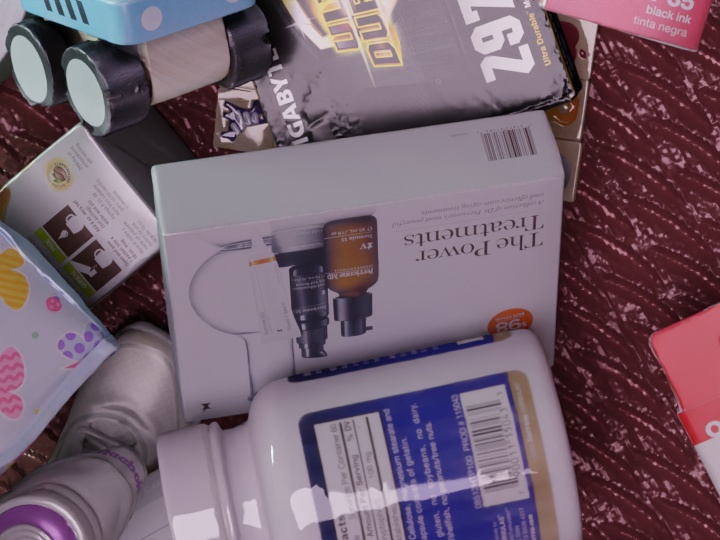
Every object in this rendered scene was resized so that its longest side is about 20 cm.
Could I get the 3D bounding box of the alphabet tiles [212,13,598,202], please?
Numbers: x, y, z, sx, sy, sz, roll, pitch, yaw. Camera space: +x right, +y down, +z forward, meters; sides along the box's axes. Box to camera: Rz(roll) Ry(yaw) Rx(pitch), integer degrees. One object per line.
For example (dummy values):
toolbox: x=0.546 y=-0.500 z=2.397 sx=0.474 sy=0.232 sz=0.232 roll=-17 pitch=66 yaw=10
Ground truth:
alphabet tiles: x=0.022 y=-0.100 z=1.395 sx=0.200 sy=0.006 sz=0.167 roll=9 pitch=104 yaw=9

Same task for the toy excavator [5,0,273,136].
toy excavator: x=-0.106 y=-0.173 z=1.281 sx=0.100 sy=0.194 sz=0.200 roll=-23 pitch=116 yaw=-29

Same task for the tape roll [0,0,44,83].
tape roll: x=-0.260 y=-0.178 z=1.404 sx=0.200 sy=0.066 sz=0.201 roll=3 pitch=103 yaw=12

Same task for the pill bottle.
pill bottle: x=0.003 y=0.106 z=1.324 sx=0.200 sy=0.120 sz=0.120 roll=-11 pitch=101 yaw=-1

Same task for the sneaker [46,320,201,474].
sneaker: x=-0.147 y=0.124 z=1.443 sx=0.075 sy=0.081 sz=0.200 roll=26 pitch=105 yaw=7

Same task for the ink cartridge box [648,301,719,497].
ink cartridge box: x=0.243 y=0.093 z=1.362 sx=0.116 sy=0.067 sz=0.200 roll=-25 pitch=97 yaw=15

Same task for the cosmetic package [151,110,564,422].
cosmetic package: x=0.000 y=0.000 z=1.331 sx=0.200 sy=0.052 sz=0.151 roll=-9 pitch=142 yaw=-5

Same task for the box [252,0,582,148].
box: x=0.008 y=-0.157 z=1.356 sx=0.160 sy=0.049 sz=0.200 roll=-18 pitch=95 yaw=11

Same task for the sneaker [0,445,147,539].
sneaker: x=-0.177 y=0.157 z=1.379 sx=0.075 sy=0.100 sz=0.200 roll=50 pitch=132 yaw=-4

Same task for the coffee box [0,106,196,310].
coffee box: x=-0.182 y=0.001 z=1.404 sx=0.200 sy=0.114 sz=0.080 roll=-39 pitch=93 yaw=16

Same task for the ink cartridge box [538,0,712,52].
ink cartridge box: x=0.151 y=-0.221 z=1.266 sx=0.083 sy=0.147 sz=0.200 roll=16 pitch=106 yaw=1

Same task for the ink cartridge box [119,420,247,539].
ink cartridge box: x=-0.035 y=0.173 z=1.384 sx=0.162 sy=0.050 sz=0.200 roll=-28 pitch=53 yaw=-13

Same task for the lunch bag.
lunch bag: x=-0.244 y=0.048 z=1.306 sx=0.200 sy=0.127 sz=0.170 roll=-43 pitch=93 yaw=11
